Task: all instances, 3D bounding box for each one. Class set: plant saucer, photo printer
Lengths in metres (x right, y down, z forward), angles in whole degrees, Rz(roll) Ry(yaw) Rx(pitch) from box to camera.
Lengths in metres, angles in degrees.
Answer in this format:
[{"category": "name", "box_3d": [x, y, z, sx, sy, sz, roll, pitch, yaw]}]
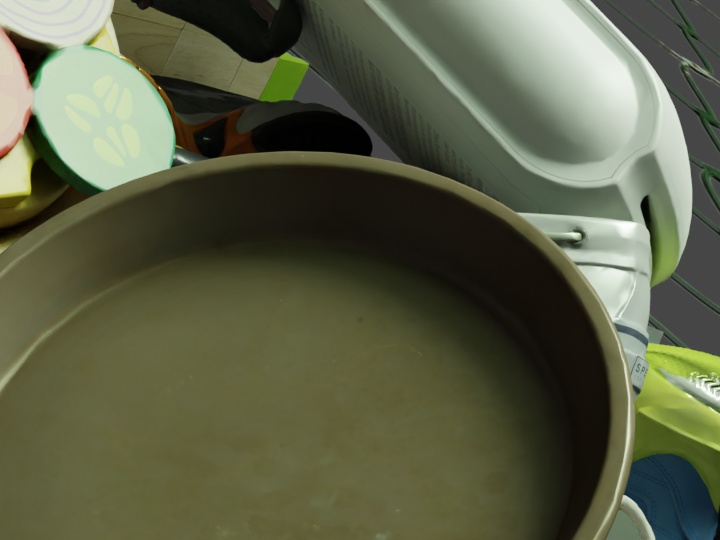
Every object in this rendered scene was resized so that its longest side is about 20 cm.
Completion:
[{"category": "plant saucer", "box_3d": [-0.027, 0.048, 0.725, 0.200, 0.199, 0.030, 53, -20, 40]}, {"category": "photo printer", "box_3d": [0.043, -0.072, 0.998, 0.200, 0.069, 0.166, 48, -8, 17]}]

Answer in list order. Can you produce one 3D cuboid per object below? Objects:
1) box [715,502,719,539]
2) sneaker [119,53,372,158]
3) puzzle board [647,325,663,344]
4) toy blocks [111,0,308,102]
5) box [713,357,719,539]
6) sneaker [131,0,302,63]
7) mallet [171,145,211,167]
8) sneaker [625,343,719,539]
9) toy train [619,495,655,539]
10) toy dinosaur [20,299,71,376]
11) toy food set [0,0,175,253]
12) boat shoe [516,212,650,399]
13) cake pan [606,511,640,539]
[{"category": "box", "box_3d": [0.174, 0.167, 0.852, 0.051, 0.158, 0.200, -15, 42, -16]}, {"category": "sneaker", "box_3d": [-0.095, -0.044, 0.998, 0.199, 0.076, 0.092, 14, 1, -40]}, {"category": "puzzle board", "box_3d": [0.039, -0.002, 1.142, 0.150, 0.017, 0.200, 21, 1, 38]}, {"category": "toy blocks", "box_3d": [-0.121, -0.131, 1.134, 0.136, 0.100, 0.200, 34, 14, 29]}, {"category": "box", "box_3d": [0.201, 0.119, 1.086, 0.196, 0.124, 0.200, 40, 16, 8]}, {"category": "sneaker", "box_3d": [-0.124, -0.114, 0.977, 0.200, 0.116, 0.076, 40, -4, -17]}, {"category": "mallet", "box_3d": [-0.052, -0.033, 0.957, 0.199, 0.041, 0.066, 16, 0, -25]}, {"category": "sneaker", "box_3d": [0.044, 0.067, 0.991, 0.199, 0.106, 0.076, 13, 9, 27]}, {"category": "toy train", "box_3d": [0.085, 0.169, 0.742, 0.200, 0.055, 0.150, 57, 34, -12]}, {"category": "toy dinosaur", "box_3d": [-0.031, 0.076, 0.833, 0.200, 0.047, 0.088, 40, 21, -13]}, {"category": "toy food set", "box_3d": [-0.151, -0.086, 0.842, 0.197, 0.049, 0.201, -10, 71, -44]}, {"category": "boat shoe", "box_3d": [0.000, 0.000, 0.911, 0.199, 0.067, 0.074, 10, -13, 6]}, {"category": "cake pan", "box_3d": [0.060, 0.116, 0.840, 0.200, 0.037, 0.201, 45, 23, -24]}]
